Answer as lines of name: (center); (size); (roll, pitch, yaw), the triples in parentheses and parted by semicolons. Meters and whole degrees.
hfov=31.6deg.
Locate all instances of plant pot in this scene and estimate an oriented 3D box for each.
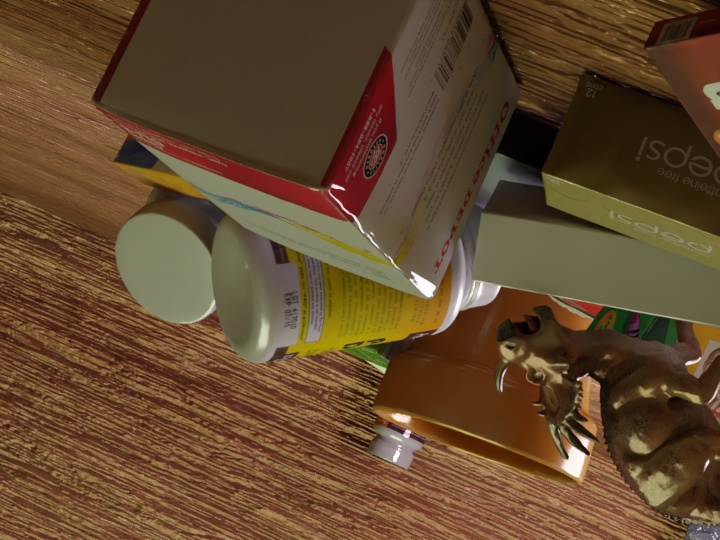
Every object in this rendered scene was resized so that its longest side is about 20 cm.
plant pot: (0.133, 0.074, 1.160); (0.199, 0.184, 0.200); (19, 170, 4)

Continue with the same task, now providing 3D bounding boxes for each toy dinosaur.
toy dinosaur: (0.178, 0.099, 0.785); (0.201, 0.135, 0.086); (60, -174, 10)

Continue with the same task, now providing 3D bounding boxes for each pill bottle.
pill bottle: (0.000, 0.000, 0.922); (0.199, 0.110, 0.109); (-8, -174, -24)
pill bottle: (0.097, 0.310, 2.699); (0.114, 0.201, 0.114); (23, 171, 4)
pill bottle: (-0.104, -0.045, 1.030); (0.116, 0.117, 0.200); (22, -146, 17)

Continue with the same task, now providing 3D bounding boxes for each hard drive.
hard drive: (0.081, -0.078, 0.911); (0.139, 0.033, 0.200); (23, 171, 9)

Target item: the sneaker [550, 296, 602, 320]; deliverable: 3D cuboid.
sneaker: (0.218, 0.021, 0.987); (0.199, 0.077, 0.085); (20, 171, 26)

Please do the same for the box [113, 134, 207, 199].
box: (-0.089, -0.109, 0.903); (0.041, 0.120, 0.199); (35, 167, -37)

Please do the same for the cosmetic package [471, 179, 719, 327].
cosmetic package: (0.174, -0.008, 0.787); (0.198, 0.051, 0.083); (11, -158, 11)

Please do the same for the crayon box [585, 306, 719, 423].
crayon box: (0.264, 0.057, 0.902); (0.199, 0.119, 0.058); (28, -168, -27)

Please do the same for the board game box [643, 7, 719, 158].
board game box: (0.219, -0.043, 0.568); (0.103, 0.020, 0.200); (-2, 140, 50)

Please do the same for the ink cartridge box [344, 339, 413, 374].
ink cartridge box: (0.048, 0.027, 1.261); (0.075, 0.149, 0.200); (20, 171, 27)

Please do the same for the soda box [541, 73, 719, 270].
soda box: (0.203, -0.039, 0.704); (0.199, 0.064, 0.068); (22, 171, 15)

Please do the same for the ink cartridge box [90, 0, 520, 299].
ink cartridge box: (-0.017, -0.094, 0.700); (0.144, 0.146, 0.200); (21, 171, 23)

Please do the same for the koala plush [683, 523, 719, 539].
koala plush: (0.740, 0.553, 2.588); (0.176, 0.185, 0.200); (-9, 175, 19)
